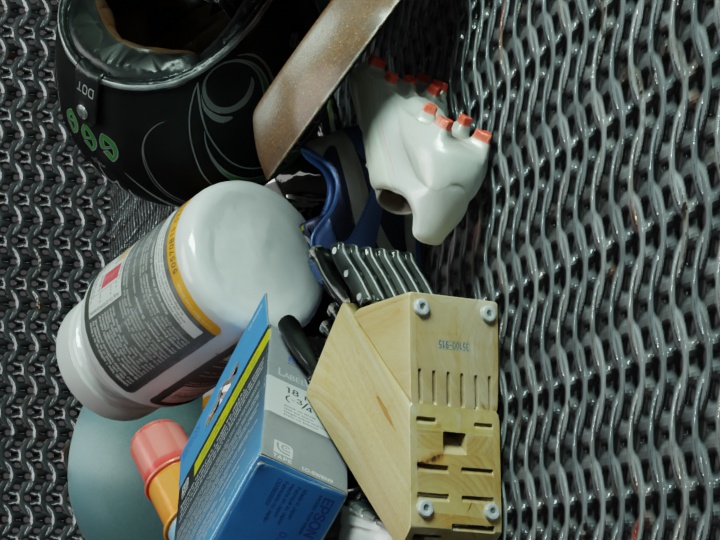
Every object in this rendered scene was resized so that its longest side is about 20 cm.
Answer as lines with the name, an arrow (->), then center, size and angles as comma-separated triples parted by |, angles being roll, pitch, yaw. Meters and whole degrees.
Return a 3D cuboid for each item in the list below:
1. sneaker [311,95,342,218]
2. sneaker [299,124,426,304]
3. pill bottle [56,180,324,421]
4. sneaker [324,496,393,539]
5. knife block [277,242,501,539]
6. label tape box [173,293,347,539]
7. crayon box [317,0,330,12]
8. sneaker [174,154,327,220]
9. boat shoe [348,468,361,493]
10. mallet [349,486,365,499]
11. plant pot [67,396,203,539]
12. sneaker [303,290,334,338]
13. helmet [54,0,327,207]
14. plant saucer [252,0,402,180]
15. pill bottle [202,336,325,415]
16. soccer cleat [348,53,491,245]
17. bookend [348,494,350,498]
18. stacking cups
sneaker -> -0.032, -0.077, 1.915 | 0.083, 0.071, 0.201 | 31, -129, -64
sneaker -> 0.000, 0.000, 1.644 | 0.074, 0.082, 0.201 | 163, 106, -77
pill bottle -> -0.122, 0.027, 1.715 | 0.200, 0.116, 0.117 | -33, 52, 47
sneaker -> 0.009, 0.181, 1.519 | 0.200, 0.074, 0.088 | 153, 121, -72
knife block -> 0.011, 0.078, 1.493 | 0.175, 0.064, 0.201 | -22, 65, 57
label tape box -> -0.063, 0.128, 1.551 | 0.145, 0.063, 0.200 | -61, 13, 25
crayon box -> -0.001, -0.271, 1.758 | 0.200, 0.058, 0.119 | 112, 158, -58
sneaker -> -0.064, -0.056, 1.833 | 0.200, 0.074, 0.089 | 12, 88, 48
boat shoe -> -0.014, 0.113, 1.616 | 0.076, 0.060, 0.200 | 59, 151, -2
mallet -> 0.029, 0.195, 1.585 | 0.200, 0.041, 0.066 | -128, 45, -67
plant pot -> -0.115, 0.159, 1.987 | 0.134, 0.200, 0.201 | 13, 103, 44
sneaker -> -0.058, 0.029, 1.794 | 0.060, 0.104, 0.200 | 64, 173, -27
helmet -> -0.112, -0.140, 1.719 | 0.191, 0.199, 0.201 | 68, -164, -60
plant saucer -> -0.012, -0.147, 1.581 | 0.201, 0.037, 0.200 | -54, 3, 4
pill bottle -> -0.065, 0.142, 1.861 | 0.109, 0.109, 0.201 | 135, 135, -73
soccer cleat -> 0.027, -0.079, 1.550 | 0.078, 0.069, 0.200 | -66, 20, 13
bookend -> -0.088, 0.224, 1.737 | 0.092, 0.199, 0.200 | -165, 77, -78
stacking cups -> -0.104, 0.183, 1.645 | 0.200, 0.060, 0.061 | 54, 146, 37
